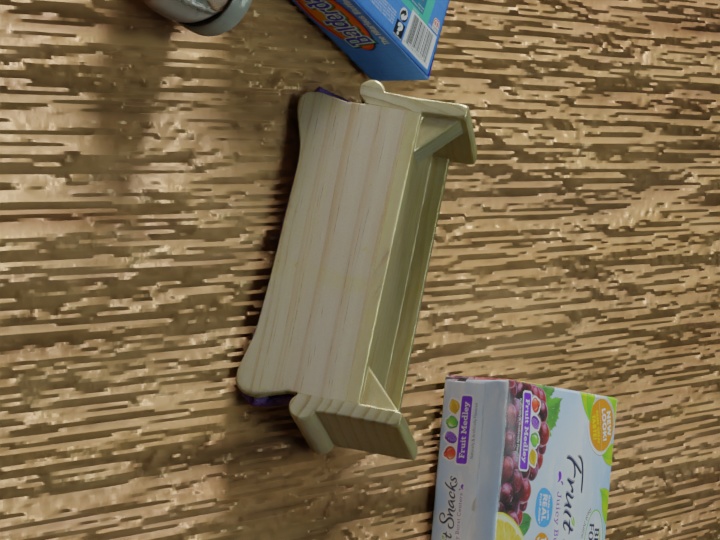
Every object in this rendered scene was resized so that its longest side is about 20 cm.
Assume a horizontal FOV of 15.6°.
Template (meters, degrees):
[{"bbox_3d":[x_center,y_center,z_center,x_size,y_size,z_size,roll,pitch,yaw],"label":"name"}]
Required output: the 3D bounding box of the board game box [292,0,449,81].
[{"bbox_3d":[0.011,-0.233,1.508,0.152,0.045,0.201,42,57,-48],"label":"board game box"}]

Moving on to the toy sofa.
[{"bbox_3d":[0.000,0.000,1.482,0.083,0.097,0.201,67,34,-71],"label":"toy sofa"}]

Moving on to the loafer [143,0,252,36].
[{"bbox_3d":[-0.074,-0.225,1.364,0.063,0.072,0.201,20,77,-47],"label":"loafer"}]

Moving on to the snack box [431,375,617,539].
[{"bbox_3d":[0.100,0.172,1.645,0.142,0.053,0.201,12,82,-57],"label":"snack box"}]
